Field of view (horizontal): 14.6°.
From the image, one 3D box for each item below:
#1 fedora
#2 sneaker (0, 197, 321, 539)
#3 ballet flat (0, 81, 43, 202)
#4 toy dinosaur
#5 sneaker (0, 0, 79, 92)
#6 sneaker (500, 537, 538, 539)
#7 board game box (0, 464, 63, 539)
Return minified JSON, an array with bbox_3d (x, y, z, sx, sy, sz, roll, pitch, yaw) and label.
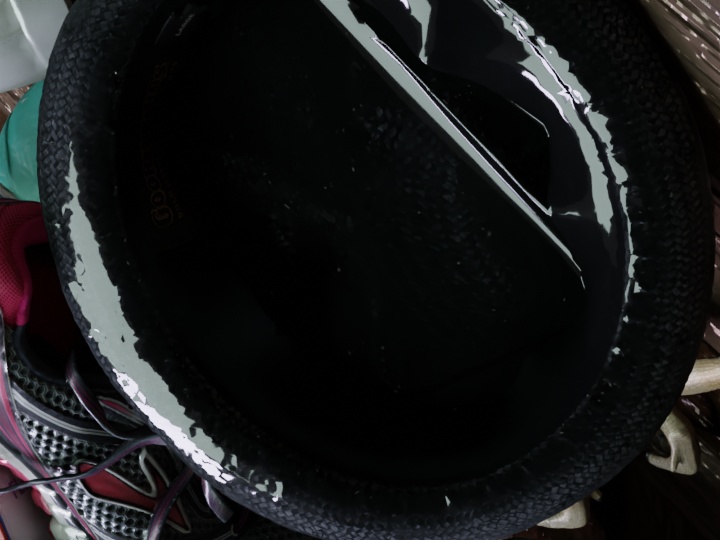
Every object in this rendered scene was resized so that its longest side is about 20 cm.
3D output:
[{"bbox_3d":[0.008,-0.025,0.800,0.201,0.200,0.092,53,-165,-8],"label":"fedora"},{"bbox_3d":[-0.066,0.050,0.847,0.074,0.081,0.200,-14,140,42],"label":"sneaker"},{"bbox_3d":[-0.029,-0.008,0.885,0.199,0.067,0.071,32,116,14],"label":"ballet flat"},{"bbox_3d":[0.065,0.030,0.877,0.200,0.058,0.101,29,151,52],"label":"toy dinosaur"},{"bbox_3d":[-0.132,-0.125,0.850,0.201,0.084,0.073,-104,-11,-46],"label":"sneaker"},{"bbox_3d":[0.087,0.141,0.979,0.130,0.080,0.200,17,178,-21],"label":"sneaker"},{"bbox_3d":[-0.076,0.087,0.923,0.040,0.153,0.201,-22,90,34],"label":"board game box"}]
